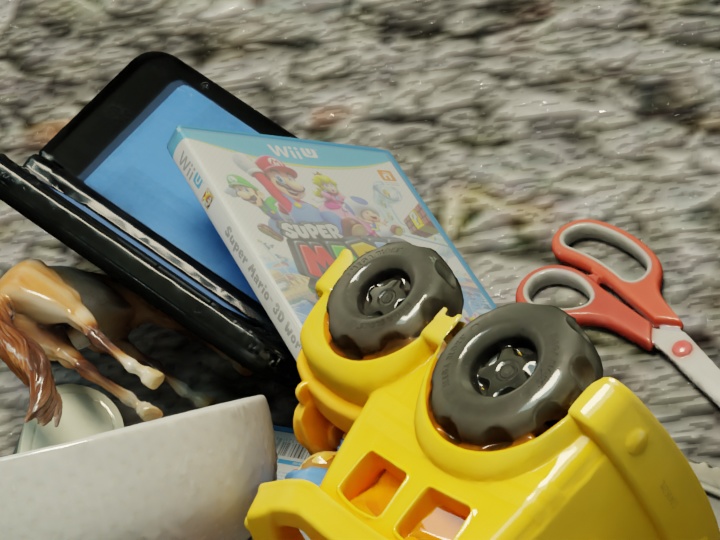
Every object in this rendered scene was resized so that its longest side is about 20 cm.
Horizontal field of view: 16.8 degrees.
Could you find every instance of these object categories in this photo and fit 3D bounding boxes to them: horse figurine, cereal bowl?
[{"bbox_3d":[-0.139,0.032,1.245,0.132,0.200,0.050,31,102,15],"label":"horse figurine"},{"bbox_3d":[-0.129,0.117,1.094,0.199,0.200,0.084,-14,87,6],"label":"cereal bowl"}]

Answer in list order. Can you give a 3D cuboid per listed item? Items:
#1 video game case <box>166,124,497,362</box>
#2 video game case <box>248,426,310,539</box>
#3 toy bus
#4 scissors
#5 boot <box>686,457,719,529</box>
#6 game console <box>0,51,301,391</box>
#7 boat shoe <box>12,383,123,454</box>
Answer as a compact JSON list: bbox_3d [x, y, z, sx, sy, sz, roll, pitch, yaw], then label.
[{"bbox_3d":[0.000,0.000,1.240,0.143,0.018,0.200,4,38,-38],"label":"video game case"},{"bbox_3d":[-0.027,0.163,1.157,0.143,0.018,0.200,8,50,24],"label":"video game case"},{"bbox_3d":[0.022,0.108,1.041,0.192,0.136,0.200,-47,42,-13],"label":"toy bus"},{"bbox_3d":[0.161,0.030,1.236,0.073,0.014,0.200,-40,46,-22],"label":"scissors"},{"bbox_3d":[0.141,0.187,1.053,0.181,0.073,0.200,19,61,25],"label":"boot"},{"bbox_3d":[-0.081,-0.037,1.267,0.200,0.176,0.117,33,89,12],"label":"game console"},{"bbox_3d":[-0.164,0.153,1.206,0.073,0.062,0.201,20,55,-8],"label":"boat shoe"}]
